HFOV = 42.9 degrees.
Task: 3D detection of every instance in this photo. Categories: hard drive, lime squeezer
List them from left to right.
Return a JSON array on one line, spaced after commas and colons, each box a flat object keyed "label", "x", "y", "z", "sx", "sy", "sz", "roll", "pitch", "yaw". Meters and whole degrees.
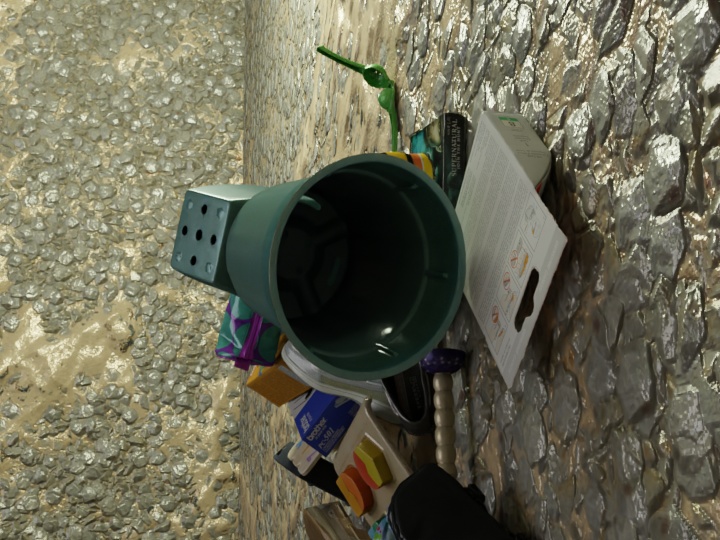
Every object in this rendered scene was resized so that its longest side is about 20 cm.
[{"label": "hard drive", "x": -0.056, "y": 0.307, "z": 1.376, "sx": 0.043, "sy": 0.134, "sz": 0.200, "roll": -62, "pitch": 12, "yaw": -11}, {"label": "lime squeezer", "x": 0.021, "y": -0.253, "z": 1.290, "sx": 0.201, "sy": 0.070, "sz": 0.038, "roll": 56, "pitch": 135, "yaw": 17}]

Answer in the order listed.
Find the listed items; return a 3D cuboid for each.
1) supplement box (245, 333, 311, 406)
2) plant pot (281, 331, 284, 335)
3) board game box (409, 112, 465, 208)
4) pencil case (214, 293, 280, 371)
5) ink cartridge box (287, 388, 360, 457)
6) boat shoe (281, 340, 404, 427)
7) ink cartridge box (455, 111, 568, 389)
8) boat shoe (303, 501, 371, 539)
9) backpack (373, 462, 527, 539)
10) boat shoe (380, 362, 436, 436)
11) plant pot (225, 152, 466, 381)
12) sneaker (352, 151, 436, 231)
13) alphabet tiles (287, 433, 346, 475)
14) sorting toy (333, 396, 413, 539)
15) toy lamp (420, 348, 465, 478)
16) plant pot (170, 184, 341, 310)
[{"label": "supplement box", "x": -0.094, "y": 0.129, "z": 1.277, "sx": 0.200, "sy": 0.068, "sz": 0.067, "roll": -42, "pitch": 20, "yaw": 59}, {"label": "plant pot", "x": -0.052, "y": 0.025, "z": 1.311, "sx": 0.134, "sy": 0.199, "sz": 0.202, "roll": 31, "pitch": 120, "yaw": 53}, {"label": "board game box", "x": 0.085, "y": -0.067, "z": 1.053, "sx": 0.135, "sy": 0.028, "sz": 0.202, "roll": 163, "pitch": 109, "yaw": -76}, {"label": "pencil case", "x": -0.130, "y": 0.026, "z": 1.209, "sx": 0.092, "sy": 0.084, "sz": 0.202, "roll": -145, "pitch": 69, "yaw": -78}, {"label": "ink cartridge box", "x": -0.049, "y": 0.177, "z": 1.256, "sx": 0.094, "sy": 0.044, "sz": 0.200, "roll": -52, "pitch": 13, "yaw": -1}, {"label": "boat shoe", "x": -0.005, "y": 0.121, "z": 1.120, "sx": 0.074, "sy": 0.201, "sz": 0.065, "roll": -18, "pitch": -52, "yaw": -57}, {"label": "ink cartridge box", "x": 0.137, "y": -0.022, "z": 0.807, "sx": 0.201, "sy": 0.050, "sz": 0.162, "roll": -112, "pitch": 28, "yaw": -49}, {"label": "boat shoe", "x": -0.007, "y": 0.388, "z": 1.268, "sx": 0.200, "sy": 0.069, "sz": 0.074, "roll": 42, "pitch": 142, "yaw": 45}, {"label": "backpack", "x": 0.070, "y": 0.310, "z": 0.839, "sx": 0.163, "sy": 0.153, "sz": 0.201, "roll": 43, "pitch": 151, "yaw": 34}, {"label": "boat shoe", "x": 0.045, "y": 0.090, "z": 1.049, "sx": 0.057, "sy": 0.066, "sz": 0.202, "roll": 52, "pitch": -162, "yaw": -70}, {"label": "plant pot", "x": -0.033, "y": -0.011, "z": 0.896, "sx": 0.196, "sy": 0.198, "sz": 0.203, "roll": 12, "pitch": 99, "yaw": 62}, {"label": "sneaker", "x": 0.032, "y": -0.032, "z": 1.014, "sx": 0.070, "sy": 0.089, "sz": 0.202, "roll": 176, "pitch": 96, "yaw": -75}, {"label": "alphabet tiles", "x": -0.035, "y": 0.195, "z": 1.295, "sx": 0.196, "sy": 0.015, "sz": 0.200, "roll": -52, "pitch": 12, "yaw": -7}, {"label": "sorting toy", "x": 0.028, "y": 0.271, "z": 1.077, "sx": 0.201, "sy": 0.036, "sz": 0.186, "roll": 59, "pitch": 153, "yaw": 22}, {"label": "toy lamp", "x": 0.089, "y": 0.184, "z": 0.940, "sx": 0.058, "sy": 0.058, "sz": 0.202, "roll": 131, "pitch": 142, "yaw": -69}, {"label": "plant pot", "x": -0.105, "y": -0.028, "z": 1.050, "sx": 0.141, "sy": 0.199, "sz": 0.143, "roll": 17, "pitch": 94, "yaw": 44}]
